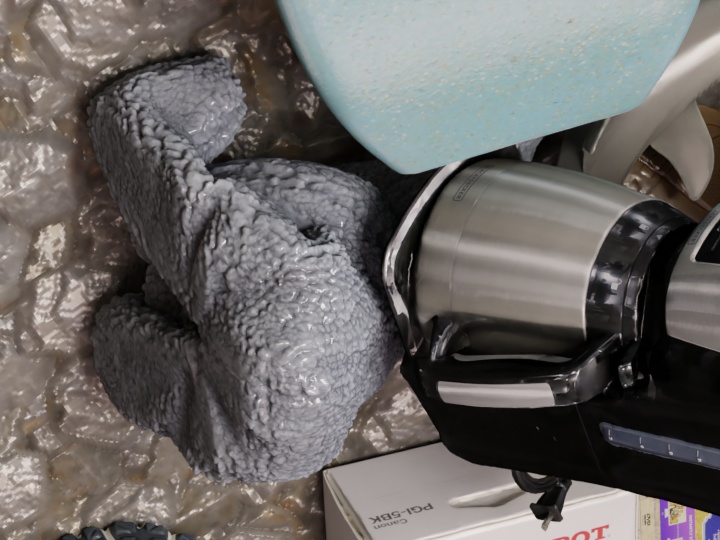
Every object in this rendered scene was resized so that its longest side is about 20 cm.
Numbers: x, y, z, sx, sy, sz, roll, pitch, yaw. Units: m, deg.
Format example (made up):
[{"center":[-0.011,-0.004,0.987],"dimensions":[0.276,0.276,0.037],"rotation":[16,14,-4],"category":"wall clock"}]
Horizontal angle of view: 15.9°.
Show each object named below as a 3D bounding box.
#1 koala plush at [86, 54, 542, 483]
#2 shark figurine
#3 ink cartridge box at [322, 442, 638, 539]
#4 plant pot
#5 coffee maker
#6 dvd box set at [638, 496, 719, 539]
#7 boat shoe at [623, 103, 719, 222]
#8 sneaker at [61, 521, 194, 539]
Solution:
[{"center":[0.000,0.000,1.176],"dimensions":[0.199,0.184,0.178],"rotation":[-13,122,-28],"category":"koala plush"},{"center":[0.118,-0.040,1.198],"dimensions":[0.128,0.089,0.215],"rotation":[16,101,8],"category":"shark figurine"},{"center":[0.063,0.188,1.341],"dimensions":[0.146,0.083,0.201],"rotation":[-12,121,-16],"category":"ink cartridge box"},{"center":[0.040,-0.159,1.074],"dimensions":[0.196,0.196,0.200],"rotation":[-17,127,-4],"category":"plant pot"},{"center":[0.136,0.037,1.093],"dimensions":[0.192,0.200,0.135],"rotation":[44,65,-47],"category":"coffee maker"},{"center":[0.215,0.103,1.385],"dimensions":[0.199,0.029,0.147],"rotation":[-14,121,-13],"category":"dvd box set"},{"center":[0.124,0.008,1.281],"dimensions":[0.072,0.065,0.201],"rotation":[27,87,-9],"category":"boat shoe"},{"center":[-0.153,0.190,1.277],"dimensions":[0.199,0.078,0.087],"rotation":[-16,134,-5],"category":"sneaker"}]
